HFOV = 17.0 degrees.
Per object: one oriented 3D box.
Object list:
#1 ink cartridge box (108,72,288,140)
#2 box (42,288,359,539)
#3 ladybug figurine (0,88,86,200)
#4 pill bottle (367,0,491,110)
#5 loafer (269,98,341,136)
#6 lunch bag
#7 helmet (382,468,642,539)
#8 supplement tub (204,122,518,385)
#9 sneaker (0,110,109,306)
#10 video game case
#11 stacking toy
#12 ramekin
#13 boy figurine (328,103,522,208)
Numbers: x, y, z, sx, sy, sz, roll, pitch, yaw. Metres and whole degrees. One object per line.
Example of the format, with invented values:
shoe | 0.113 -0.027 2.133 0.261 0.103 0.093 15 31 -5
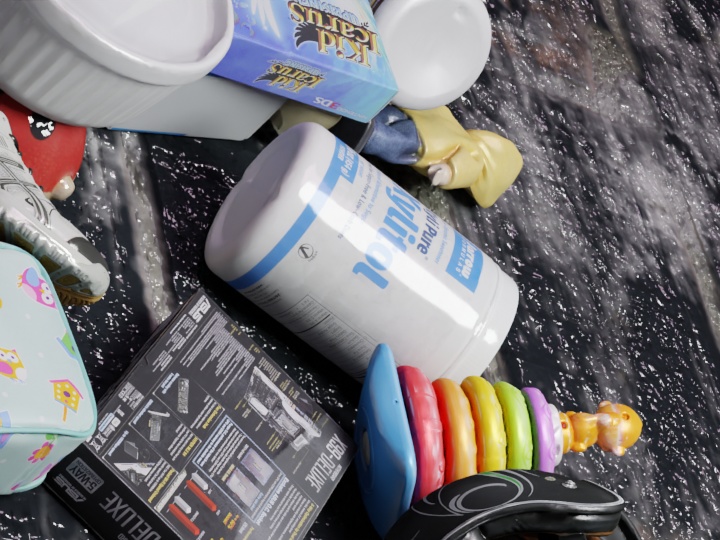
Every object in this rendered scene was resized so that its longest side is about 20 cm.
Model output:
ink cartridge box | -0.151 -0.203 1.800 0.146 0.086 0.201 1 57 -48
box | -0.100 0.123 1.565 0.158 0.050 0.200 45 34 -7
ladybug figurine | -0.252 -0.134 1.625 0.200 0.072 0.136 50 33 1
pill bottle | 0.017 -0.210 1.927 0.109 0.110 0.200 23 13 -33
loafer | -0.071 -0.170 1.878 0.075 0.068 0.200 23 25 -38
lunch bag | -0.259 0.051 1.430 0.199 0.077 0.161 7 48 -47
helmet | 0.102 0.220 1.572 0.200 0.200 0.191 50 -5 2
supplement tub | 0.000 0.000 1.729 0.200 0.132 0.132 36 35 -17
sneaker | -0.233 -0.060 1.534 0.200 0.076 0.088 36 55 -7
video game case | -0.076 -0.213 1.777 0.199 0.045 0.182 15 47 -41
stacking toy | 0.099 0.115 1.671 0.199 0.110 0.116 -4 53 -12
ramekin | -0.188 -0.185 1.598 0.202 0.094 0.203 31 36 -25
boy figurine | 0.048 -0.102 1.944 0.199 0.065 0.124 15 24 -45
